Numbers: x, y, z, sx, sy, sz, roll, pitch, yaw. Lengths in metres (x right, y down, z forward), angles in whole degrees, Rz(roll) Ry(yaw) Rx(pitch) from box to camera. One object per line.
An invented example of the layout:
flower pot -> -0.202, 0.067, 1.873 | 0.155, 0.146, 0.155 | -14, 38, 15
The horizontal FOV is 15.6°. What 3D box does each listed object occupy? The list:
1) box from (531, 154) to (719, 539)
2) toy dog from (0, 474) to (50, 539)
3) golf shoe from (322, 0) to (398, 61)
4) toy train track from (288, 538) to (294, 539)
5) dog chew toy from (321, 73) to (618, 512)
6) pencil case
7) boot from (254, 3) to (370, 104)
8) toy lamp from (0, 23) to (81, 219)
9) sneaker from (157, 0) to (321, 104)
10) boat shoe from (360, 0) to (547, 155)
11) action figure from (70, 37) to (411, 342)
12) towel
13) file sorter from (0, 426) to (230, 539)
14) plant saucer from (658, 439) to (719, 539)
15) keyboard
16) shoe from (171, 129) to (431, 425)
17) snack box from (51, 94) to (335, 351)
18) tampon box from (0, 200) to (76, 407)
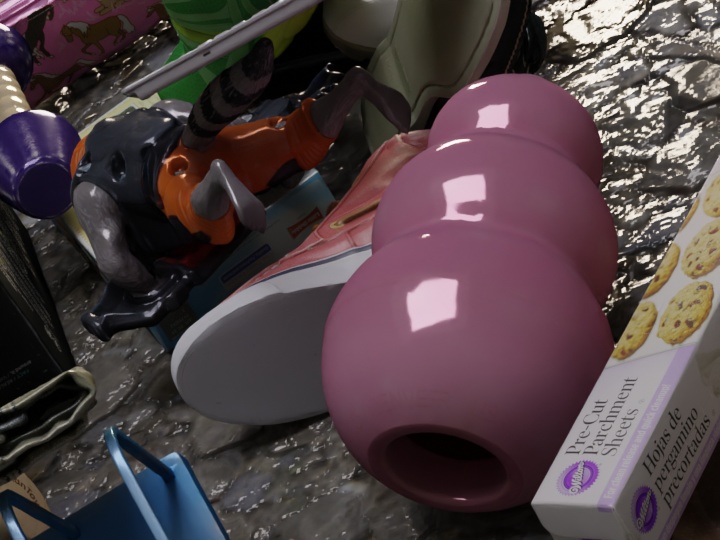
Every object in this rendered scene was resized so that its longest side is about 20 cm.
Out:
box -> 0.130, 0.032, 1.042 | 0.041, 0.039, 0.200 | -2, 43, 41
toy dog -> -0.194, 0.154, 1.154 | 0.132, 0.096, 0.200 | -52, 30, 5
golf shoe -> 0.069, -0.173, 1.345 | 0.199, 0.092, 0.073 | -23, 52, -10
toy train track -> -0.092, 0.143, 1.154 | 0.115, 0.033, 0.199 | -47, 34, -23
dog chew toy -> 0.055, 0.000, 1.117 | 0.124, 0.125, 0.201 | -9, 49, 32
pencil case -> -0.161, -0.166, 1.584 | 0.199, 0.083, 0.087 | -30, 26, 2
boot -> -0.030, -0.183, 1.424 | 0.210, 0.158, 0.080 | -19, 34, 21
toy lamp -> -0.189, -0.082, 1.453 | 0.058, 0.058, 0.200 | -32, 29, 1
sneaker -> -0.068, -0.144, 1.352 | 0.074, 0.083, 0.200 | -59, 7, -31
boat shoe -> 0.056, -0.107, 1.267 | 0.066, 0.200, 0.075 | -11, 67, -19
action figure -> -0.067, -0.066, 1.273 | 0.193, 0.105, 0.200 | -10, 34, 48
towel -> -0.186, 0.097, 1.048 | 0.192, 0.035, 0.200 | -29, 1, -6
file sorter -> -0.136, 0.170, 1.017 | 0.199, 0.123, 0.139 | -31, 71, 2
plant saucer -> 0.194, 0.051, 1.032 | 0.199, 0.037, 0.201 | -22, 33, 15
keyboard -> -0.018, -0.128, 1.189 | 0.199, 0.011, 0.056 | -29, 7, 3
shoe -> 0.000, 0.000, 1.241 | 0.199, 0.072, 0.091 | -25, 31, 1
snack box -> -0.099, -0.040, 1.404 | 0.116, 0.037, 0.200 | -36, 32, -7
tampon box -> -0.251, 0.015, 1.375 | 0.149, 0.127, 0.200 | -31, 32, 0
